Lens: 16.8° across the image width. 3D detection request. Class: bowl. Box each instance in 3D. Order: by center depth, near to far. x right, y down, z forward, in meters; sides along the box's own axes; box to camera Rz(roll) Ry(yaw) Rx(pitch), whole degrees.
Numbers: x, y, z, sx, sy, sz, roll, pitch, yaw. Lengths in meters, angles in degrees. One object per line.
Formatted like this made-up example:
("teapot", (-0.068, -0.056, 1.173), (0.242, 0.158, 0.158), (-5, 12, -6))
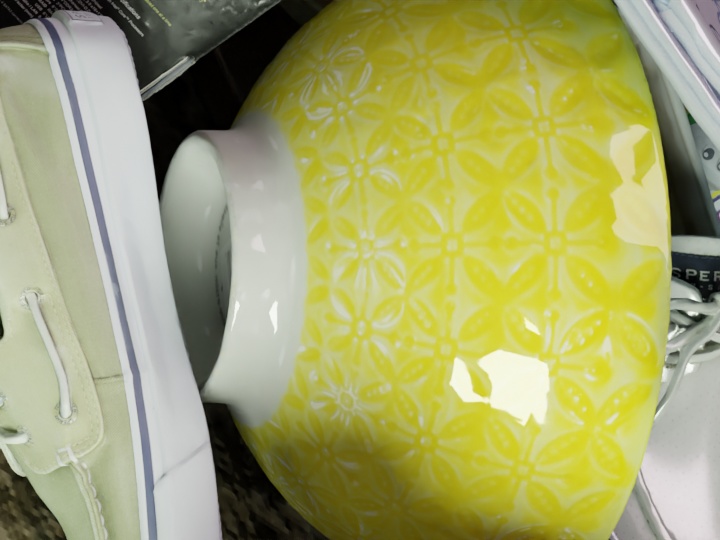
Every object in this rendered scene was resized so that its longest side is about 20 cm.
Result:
("bowl", (0.000, 0.000, 0.730), (0.107, 0.200, 0.201), (1, 66, -22))

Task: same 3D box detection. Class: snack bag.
("snack bag", (0.093, -0.087, 0.744), (0.200, 0.021, 0.189), (53, 13, -2))

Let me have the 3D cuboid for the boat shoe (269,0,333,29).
("boat shoe", (-0.008, -0.126, 0.824), (0.200, 0.076, 0.072), (8, 61, -56))

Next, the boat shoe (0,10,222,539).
("boat shoe", (-0.085, 0.026, 0.706), (0.062, 0.072, 0.201), (-10, 86, -17))

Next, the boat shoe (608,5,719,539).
("boat shoe", (0.096, 0.010, 0.750), (0.074, 0.086, 0.203), (4, 65, -34))

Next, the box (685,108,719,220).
("box", (0.142, -0.035, 0.907), (0.200, 0.048, 0.117), (50, 16, -16))

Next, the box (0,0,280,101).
("box", (-0.093, -0.149, 0.703), (0.200, 0.159, 0.049), (46, 22, -26))

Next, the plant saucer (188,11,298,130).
("plant saucer", (-0.010, -0.087, 0.902), (0.200, 0.037, 0.201), (32, 45, -40))
